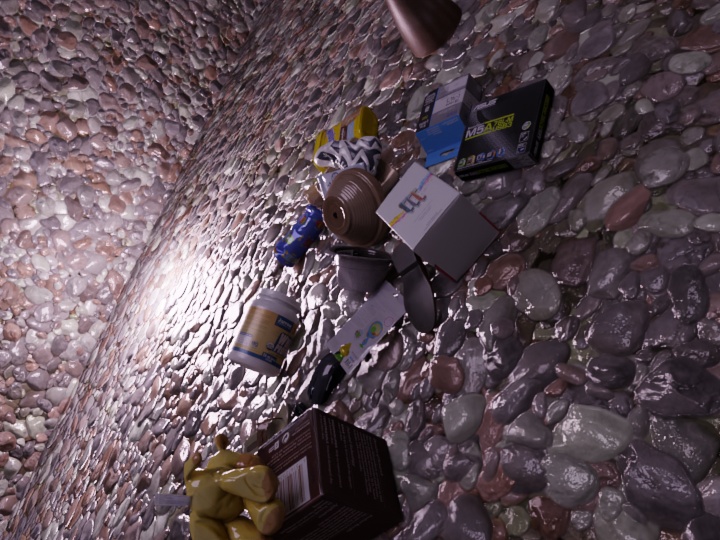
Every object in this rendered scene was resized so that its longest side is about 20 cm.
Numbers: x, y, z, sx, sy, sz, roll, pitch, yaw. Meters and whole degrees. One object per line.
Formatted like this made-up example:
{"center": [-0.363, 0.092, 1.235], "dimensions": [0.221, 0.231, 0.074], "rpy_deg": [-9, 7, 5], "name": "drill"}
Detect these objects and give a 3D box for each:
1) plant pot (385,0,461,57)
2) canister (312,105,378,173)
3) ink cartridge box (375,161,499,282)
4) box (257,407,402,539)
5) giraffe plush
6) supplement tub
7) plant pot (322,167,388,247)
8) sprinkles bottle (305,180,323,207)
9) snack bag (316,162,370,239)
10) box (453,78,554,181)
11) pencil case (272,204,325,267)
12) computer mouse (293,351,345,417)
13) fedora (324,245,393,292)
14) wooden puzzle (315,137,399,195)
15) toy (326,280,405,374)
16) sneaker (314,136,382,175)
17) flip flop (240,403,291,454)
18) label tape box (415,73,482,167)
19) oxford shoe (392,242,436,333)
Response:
{"center": [0.165, -0.772, 1.629], "dimensions": [0.186, 0.199, 0.188], "rpy_deg": [-31, 43, 33], "name": "plant pot"}
{"center": [-0.045, -0.400, 1.697], "dimensions": [0.199, 0.086, 0.150], "rpy_deg": [-23, 47, 37], "name": "canister"}
{"center": [0.156, -0.105, 1.158], "dimensions": [0.145, 0.145, 0.200], "rpy_deg": [-50, 34, 10], "name": "ink cartridge box"}
{"center": [-0.060, 0.383, 0.991], "dimensions": [0.166, 0.199, 0.165], "rpy_deg": [-40, 37, 22], "name": "box"}
{"center": [-0.215, 0.361, 0.913], "dimensions": [0.162, 0.198, 0.174], "rpy_deg": [-79, 9, -87], "name": "giraffe plush"}
{"center": [-0.247, 0.163, 1.448], "dimensions": [0.144, 0.144, 0.202], "rpy_deg": [-1, 62, 50], "name": "supplement tub"}
{"center": [-0.029, -0.146, 1.372], "dimensions": [0.200, 0.092, 0.203], "rpy_deg": [23, 124, 39], "name": "plant pot"}
{"center": [-0.076, -0.265, 1.644], "dimensions": [0.199, 0.068, 0.069], "rpy_deg": [-33, 41, 32], "name": "sprinkles bottle"}
{"center": [-0.028, -0.173, 1.445], "dimensions": [0.199, 0.021, 0.191], "rpy_deg": [-4, 104, 49], "name": "snack bag"}
{"center": [0.311, -0.303, 1.210], "dimensions": [0.199, 0.047, 0.195], "rpy_deg": [-5, 62, 49], "name": "box"}
{"center": [-0.176, -0.106, 1.630], "dimensions": [0.200, 0.078, 0.087], "rpy_deg": [-50, 64, 11], "name": "pencil case"}
{"center": [-0.084, 0.273, 1.245], "dimensions": [0.201, 0.046, 0.140], "rpy_deg": [-54, 33, 5], "name": "computer mouse"}
{"center": [0.000, 0.000, 1.277], "dimensions": [0.200, 0.175, 0.091], "rpy_deg": [-144, 59, -71], "name": "fedora"}
{"center": [-0.007, -0.242, 1.524], "dimensions": [0.186, 0.046, 0.200], "rpy_deg": [-50, 61, 10], "name": "wooden puzzle"}
{"center": [0.024, 0.130, 1.217], "dimensions": [0.200, 0.047, 0.115], "rpy_deg": [-45, 41, 0], "name": "toy"}
{"center": [-0.038, -0.274, 1.474], "dimensions": [0.197, 0.080, 0.131], "rpy_deg": [-4, 68, 18], "name": "sneaker"}
{"center": [-0.234, 0.391, 1.327], "dimensions": [0.200, 0.057, 0.082], "rpy_deg": [-41, 37, 24], "name": "flip flop"}
{"center": [0.213, -0.371, 1.370], "dimensions": [0.143, 0.063, 0.202], "rpy_deg": [-12, 54, 47], "name": "label tape box"}
{"center": [0.128, 0.038, 1.158], "dimensions": [0.071, 0.071, 0.202], "rpy_deg": [-27, 60, 28], "name": "oxford shoe"}
